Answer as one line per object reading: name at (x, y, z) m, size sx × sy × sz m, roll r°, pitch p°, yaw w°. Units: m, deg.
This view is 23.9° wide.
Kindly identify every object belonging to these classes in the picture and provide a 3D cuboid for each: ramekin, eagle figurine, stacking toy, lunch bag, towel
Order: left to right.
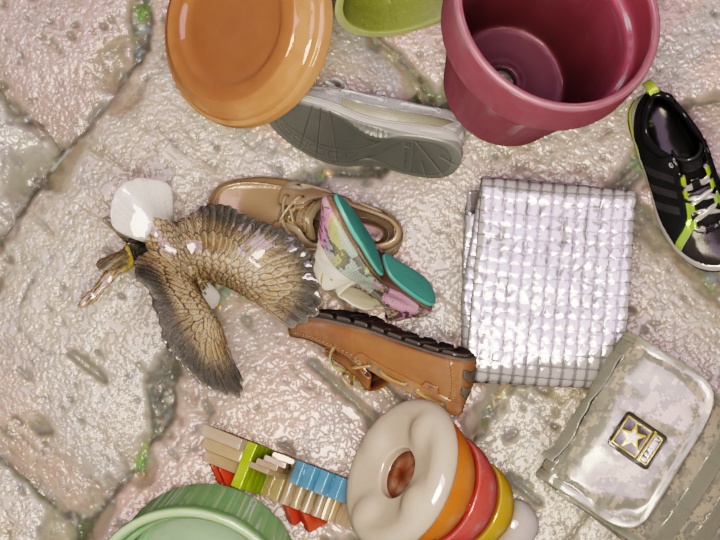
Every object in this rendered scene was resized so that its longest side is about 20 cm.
eagle figurine at (-0.154, 0.009, 1.631) m, size 0.199 × 0.150 × 0.153 m, roll 30°, pitch 107°, yaw 35°
ramekin at (-0.150, 0.300, 1.603) m, size 0.198 × 0.098 × 0.202 m, roll 2°, pitch 105°, yaw 7°
stacking toy at (0.099, 0.219, 1.611) m, size 0.199 × 0.146 × 0.147 m, roll 26°, pitch 84°, yaw -33°
towel at (0.179, 0.014, 1.663) m, size 0.164 × 0.086 × 0.202 m, roll 3°, pitch 86°, yaw 2°
lunch bag at (0.274, 0.174, 1.593) m, size 0.200 × 0.117 × 0.165 m, roll 36°, pitch 85°, yaw -29°

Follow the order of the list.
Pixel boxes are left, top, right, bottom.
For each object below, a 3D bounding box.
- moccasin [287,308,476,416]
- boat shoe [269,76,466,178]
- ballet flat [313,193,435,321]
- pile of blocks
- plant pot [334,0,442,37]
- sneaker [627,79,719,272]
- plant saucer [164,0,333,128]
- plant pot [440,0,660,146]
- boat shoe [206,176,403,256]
moccasin at (0.017, 0.088, 1.642) m, size 0.200 × 0.074 × 0.078 m, roll 18°, pitch 100°, yaw 21°
boat shoe at (0.006, -0.147, 1.689) m, size 0.200 × 0.075 × 0.065 m, roll 11°, pitch 48°, yaw 4°
ballet flat at (0.000, 0.000, 1.620) m, size 0.071 × 0.200 × 0.069 m, roll -29°, pitch 52°, yaw 16°
pile of blocks at (-0.068, 0.213, 1.644) m, size 0.199 × 0.082 × 0.063 m, roll 20°, pitch 85°, yaw 2°
plant pot at (0.037, -0.363, 1.659) m, size 0.199 × 0.200 × 0.191 m, roll -20°, pitch 72°, yaw -2°
sneaker at (0.316, -0.090, 1.669) m, size 0.071 × 0.083 × 0.201 m, roll -27°, pitch 85°, yaw -2°
plant saucer at (-0.118, -0.241, 1.660) m, size 0.199 × 0.037 × 0.202 m, roll -2°, pitch 87°, yaw 32°
plant pot at (0.162, -0.210, 1.620) m, size 0.198 × 0.179 × 0.202 m, roll 4°, pitch 72°, yaw -11°
boat shoe at (-0.055, -0.055, 1.677) m, size 0.198 × 0.065 × 0.072 m, roll 8°, pitch 85°, yaw 1°
